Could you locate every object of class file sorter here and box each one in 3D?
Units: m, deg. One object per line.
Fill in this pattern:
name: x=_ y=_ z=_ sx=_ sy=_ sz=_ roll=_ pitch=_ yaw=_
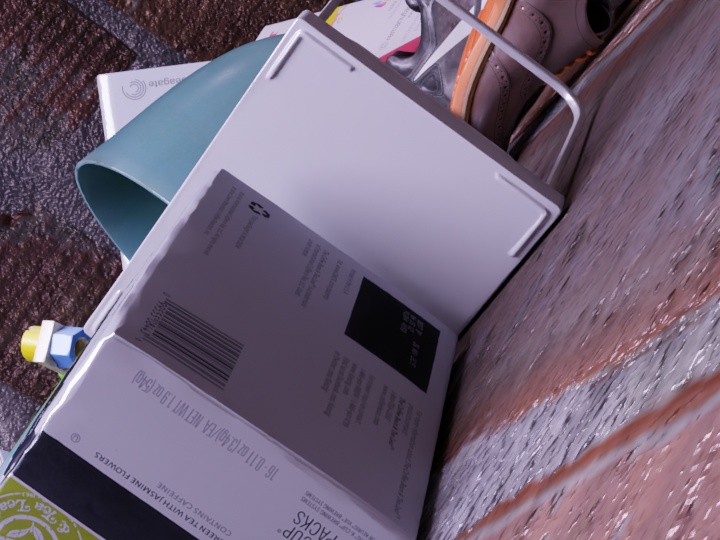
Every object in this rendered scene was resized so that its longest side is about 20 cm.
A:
file sorter: x=-0.007 y=-0.025 z=0.922 sx=0.200 sy=0.139 sz=0.125 roll=-52 pitch=4 yaw=31

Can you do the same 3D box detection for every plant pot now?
plant pot: x=-0.048 y=-0.050 z=1.207 sx=0.161 sy=0.201 sz=0.201 roll=-47 pitch=3 yaw=-16

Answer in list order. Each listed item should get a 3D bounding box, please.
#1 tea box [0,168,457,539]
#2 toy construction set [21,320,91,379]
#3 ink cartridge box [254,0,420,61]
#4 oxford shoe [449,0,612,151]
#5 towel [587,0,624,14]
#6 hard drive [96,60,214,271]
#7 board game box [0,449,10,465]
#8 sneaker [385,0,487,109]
tea box: x=-0.074 y=0.096 z=0.776 sx=0.197 sy=0.134 sz=0.200 roll=-54 pitch=5 yaw=19
toy construction set: x=-0.088 y=0.078 z=1.004 sx=0.092 sy=0.131 sz=0.200 roll=5 pitch=10 yaw=42
ink cartridge box: x=-0.008 y=-0.120 z=1.399 sx=0.200 sy=0.086 sz=0.148 roll=-7 pitch=42 yaw=42
oxford shoe: x=0.093 y=-0.119 z=1.049 sx=0.200 sy=0.073 sz=0.071 roll=104 pitch=-178 yaw=-47
towel: x=0.179 y=-0.223 z=1.126 sx=0.147 sy=0.024 sz=0.200 roll=-56 pitch=3 yaw=20
hard drive: x=-0.097 y=-0.039 z=1.306 sx=0.027 sy=0.132 sz=0.200 roll=161 pitch=101 yaw=-82
board game box: x=-0.238 y=0.249 z=1.241 sx=0.200 sy=0.041 sz=0.200 roll=-59 pitch=33 yaw=14
sneaker: x=0.081 y=-0.176 z=1.163 sx=0.201 sy=0.098 sz=0.071 roll=-62 pitch=-1 yaw=13
